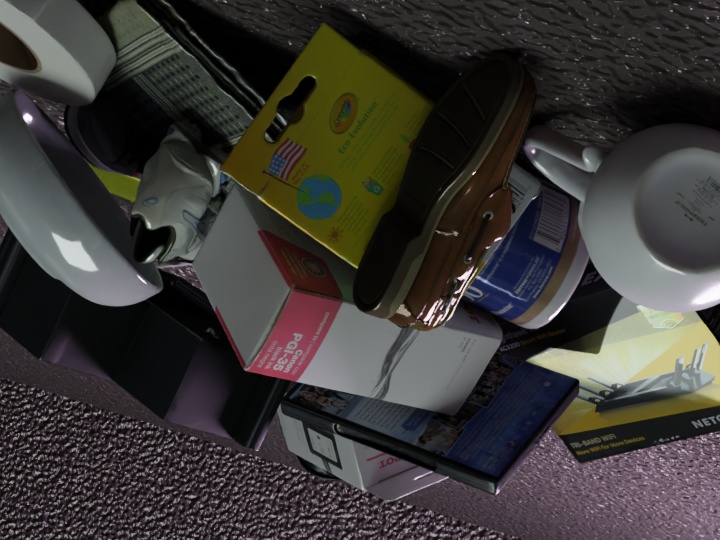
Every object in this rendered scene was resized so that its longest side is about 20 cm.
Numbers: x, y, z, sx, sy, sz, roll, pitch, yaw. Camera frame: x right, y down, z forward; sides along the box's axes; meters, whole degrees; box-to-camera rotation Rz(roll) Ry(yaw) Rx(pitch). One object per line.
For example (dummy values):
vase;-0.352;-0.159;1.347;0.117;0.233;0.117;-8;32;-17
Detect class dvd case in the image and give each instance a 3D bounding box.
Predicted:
dvd case;0.055;0.101;1.418;0.199;0.143;0.018;18;131;27

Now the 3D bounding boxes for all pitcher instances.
pitcher;0.185;-0.047;1.190;0.171;0.122;0.200;35;178;1

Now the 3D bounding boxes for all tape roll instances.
tape roll;-0.277;-0.195;1.337;0.202;0.037;0.203;28;165;8

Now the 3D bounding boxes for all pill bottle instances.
pill bottle;0.067;-0.042;1.344;0.199;0.112;0.111;24;166;-16

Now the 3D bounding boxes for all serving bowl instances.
serving bowl;-0.242;-0.047;1.422;0.201;0.066;0.200;53;-179;-2

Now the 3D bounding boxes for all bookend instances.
bookend;-0.194;0.055;1.525;0.199;0.093;0.198;21;-173;-43

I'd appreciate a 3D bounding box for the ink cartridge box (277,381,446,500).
ink cartridge box;0.019;0.124;1.497;0.115;0.068;0.200;-21;-164;-22

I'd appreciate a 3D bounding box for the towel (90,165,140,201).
towel;-0.285;-0.103;1.803;0.199;0.018;0.086;20;167;0

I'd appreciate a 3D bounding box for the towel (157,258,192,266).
towel;-0.087;-0.014;1.646;0.199;0.035;0.192;2;-178;-34

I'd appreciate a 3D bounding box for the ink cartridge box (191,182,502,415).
ink cartridge box;-0.010;0.024;1.366;0.199;0.083;0.147;16;-154;-33

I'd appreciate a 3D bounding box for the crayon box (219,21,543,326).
crayon box;0.012;-0.069;1.237;0.200;0.127;0.051;36;-177;-20

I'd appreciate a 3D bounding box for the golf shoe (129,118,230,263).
golf shoe;-0.154;-0.042;1.409;0.078;0.097;0.200;34;161;9

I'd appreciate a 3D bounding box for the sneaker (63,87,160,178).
sneaker;-0.148;-0.093;1.509;0.120;0.084;0.200;6;162;45

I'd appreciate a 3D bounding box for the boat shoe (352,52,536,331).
boat shoe;0.068;-0.051;1.195;0.068;0.201;0.072;19;-157;-29

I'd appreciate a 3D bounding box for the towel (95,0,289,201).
towel;-0.128;-0.132;1.363;0.193;0.035;0.200;46;160;-15

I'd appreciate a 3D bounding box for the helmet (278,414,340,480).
helmet;-0.025;0.115;1.917;0.199;0.192;0.200;-15;161;-5

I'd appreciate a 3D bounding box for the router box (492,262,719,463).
router box;0.219;0.068;1.443;0.199;0.052;0.158;-21;115;43
